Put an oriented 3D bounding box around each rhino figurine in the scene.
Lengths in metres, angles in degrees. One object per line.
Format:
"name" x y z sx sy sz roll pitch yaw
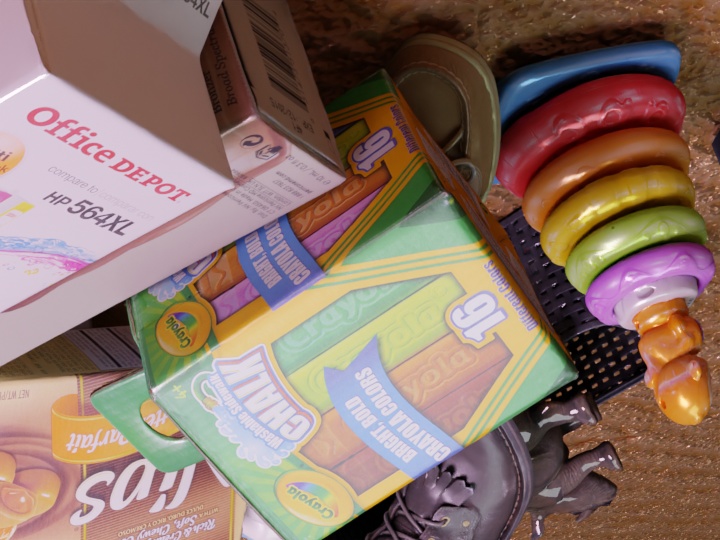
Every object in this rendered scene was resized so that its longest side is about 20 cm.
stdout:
"rhino figurine" 0.113 0.115 1.092 0.087 0.060 0.200 -23 145 8

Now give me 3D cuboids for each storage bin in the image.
"storage bin" 0.097 0.046 1.144 0.200 0.094 0.135 -34 152 29

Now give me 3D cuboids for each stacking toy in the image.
"stacking toy" 0.142 -0.012 0.914 0.109 0.201 0.116 -11 155 -16

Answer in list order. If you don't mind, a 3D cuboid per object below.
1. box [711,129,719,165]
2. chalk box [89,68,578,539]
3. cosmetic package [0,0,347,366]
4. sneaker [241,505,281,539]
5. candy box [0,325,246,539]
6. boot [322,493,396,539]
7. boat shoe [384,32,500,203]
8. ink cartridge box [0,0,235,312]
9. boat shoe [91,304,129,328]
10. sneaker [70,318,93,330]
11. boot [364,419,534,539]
"box" 0.322 -0.116 1.019 0.199 0.046 0.159 -12 156 -17
"chalk box" -0.027 0.030 0.803 0.200 0.124 0.125 -35 124 8
"cosmetic package" -0.120 -0.048 0.764 0.200 0.104 0.087 -29 154 17
"sneaker" 0.000 0.078 1.010 0.200 0.076 0.081 -43 162 -47
"candy box" -0.145 0.092 0.877 0.199 0.055 0.116 -4 115 -38
"boot" -0.031 0.176 1.113 0.138 0.078 0.200 -25 155 26
"boat shoe" 0.018 -0.022 0.885 0.073 0.063 0.201 23 124 4
"ink cartridge box" -0.153 -0.069 0.661 0.199 0.126 0.128 -27 155 19
"boat shoe" -0.220 0.078 0.995 0.199 0.074 0.069 -14 150 -13
"sneaker" -0.190 0.031 0.904 0.087 0.074 0.200 -51 137 -17
"boot" 0.011 0.166 0.979 0.174 0.069 0.201 -27 132 -32
